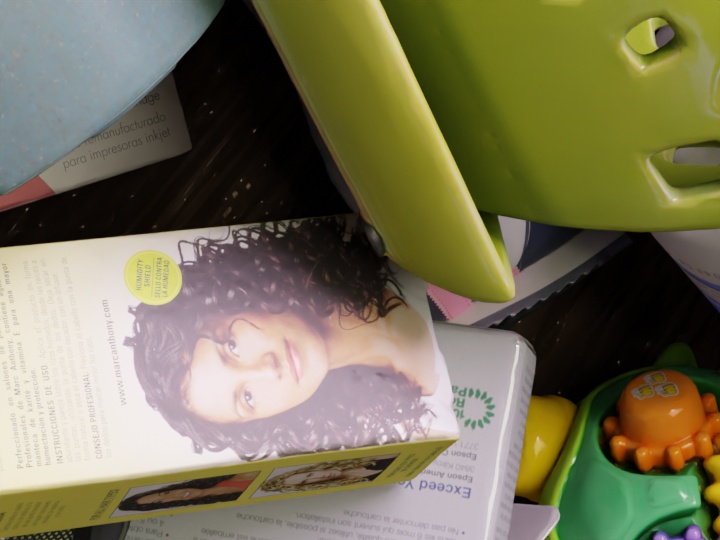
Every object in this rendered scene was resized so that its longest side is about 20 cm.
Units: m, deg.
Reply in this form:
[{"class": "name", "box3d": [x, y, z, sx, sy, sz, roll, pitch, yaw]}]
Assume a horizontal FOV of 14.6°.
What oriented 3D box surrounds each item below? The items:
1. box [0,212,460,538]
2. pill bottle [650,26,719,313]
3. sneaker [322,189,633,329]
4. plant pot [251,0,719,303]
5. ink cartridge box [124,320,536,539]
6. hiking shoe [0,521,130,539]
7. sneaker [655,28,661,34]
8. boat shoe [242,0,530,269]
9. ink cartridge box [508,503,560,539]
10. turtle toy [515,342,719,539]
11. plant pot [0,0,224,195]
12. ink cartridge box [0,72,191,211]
[{"class": "box", "box3d": [-0.076, 0.032, 0.790, 0.199, 0.050, 0.076, -7, 72, -20]}, {"class": "pill bottle", "box3d": [0.176, -0.008, 0.952, 0.200, 0.112, 0.113, 45, 64, -46]}, {"class": "sneaker", "box3d": [0.000, 0.000, 0.976, 0.199, 0.070, 0.082, -26, 84, -34]}, {"class": "plant pot", "box3d": [0.054, -0.121, 0.784, 0.181, 0.200, 0.200, -23, 125, 7]}, {"class": "ink cartridge box", "box3d": [-0.057, 0.105, 0.867, 0.043, 0.195, 0.201, 38, 61, -73]}, {"class": "hiking shoe", "box3d": [-0.145, 0.109, 0.806, 0.200, 0.101, 0.076, -42, 86, -1]}, {"class": "sneaker", "box3d": [0.117, -0.051, 1.001, 0.200, 0.109, 0.070, 40, 108, -14]}, {"class": "boat shoe", "box3d": [0.008, -0.087, 0.950, 0.070, 0.071, 0.201, -22, 71, -38]}, {"class": "ink cartridge box", "box3d": [-0.001, 0.171, 0.926, 0.068, 0.115, 0.200, 48, 65, -23]}, {"class": "turtle toy", "box3d": [0.129, 0.116, 0.999, 0.145, 0.101, 0.201, 11, 61, -32]}, {"class": "plant pot", "box3d": [-0.143, -0.123, 0.742, 0.200, 0.200, 0.197, -44, 114, -26]}, {"class": "ink cartridge box", "box3d": [-0.140, -0.117, 0.881, 0.116, 0.067, 0.201, -20, 98, -31]}]
